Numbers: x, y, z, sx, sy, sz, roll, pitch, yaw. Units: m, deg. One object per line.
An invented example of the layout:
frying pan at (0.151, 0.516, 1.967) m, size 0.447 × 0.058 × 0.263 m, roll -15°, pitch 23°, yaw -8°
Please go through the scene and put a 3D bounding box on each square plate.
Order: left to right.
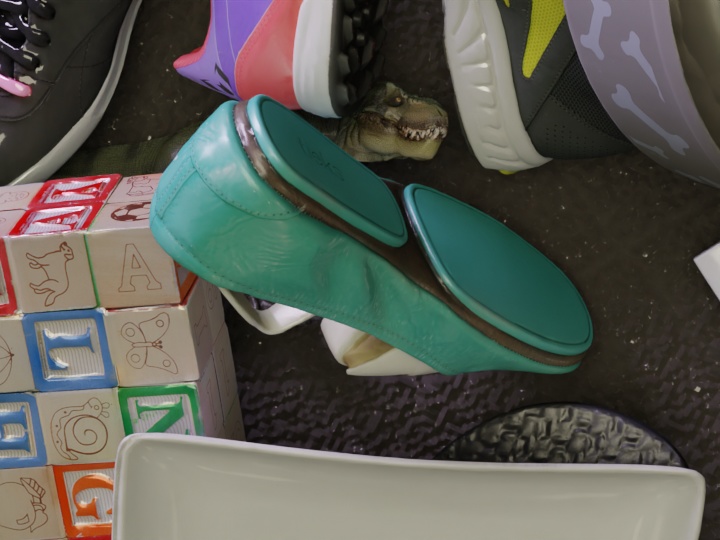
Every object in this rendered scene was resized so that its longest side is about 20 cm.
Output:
square plate at (0.009, 0.147, 0.863) m, size 0.200 × 0.028 × 0.198 m, roll 4°, pitch 112°, yaw -4°

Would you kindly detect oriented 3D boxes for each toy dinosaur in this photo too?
toy dinosaur at (-0.060, -0.020, 0.914) m, size 0.200 × 0.047 × 0.088 m, roll -5°, pitch 88°, yaw 12°

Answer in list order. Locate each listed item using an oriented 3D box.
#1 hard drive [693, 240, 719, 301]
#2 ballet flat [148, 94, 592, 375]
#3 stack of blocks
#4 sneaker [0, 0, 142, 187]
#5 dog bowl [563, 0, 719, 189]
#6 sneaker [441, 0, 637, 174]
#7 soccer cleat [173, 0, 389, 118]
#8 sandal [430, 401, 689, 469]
hard drive at (0.230, 0.044, 0.883) m, size 0.132 × 0.027 × 0.200 m, roll -33°, pitch 87°, yaw 8°
ballet flat at (0.000, 0.000, 0.853) m, size 0.070 × 0.200 × 0.067 m, roll -36°, pitch 51°, yaw 24°
stack of blocks at (-0.102, 0.071, 0.882) m, size 0.115 × 0.059 × 0.200 m, roll -4°, pitch 110°, yaw 9°
sneaker at (-0.117, -0.113, 0.876) m, size 0.071 × 0.099 × 0.200 m, roll 33°, pitch 90°, yaw 22°
dog bowl at (0.143, -0.115, 0.817) m, size 0.059 × 0.200 × 0.200 m, roll 6°, pitch 94°, yaw 47°
sneaker at (0.066, -0.120, 0.837) m, size 0.085 × 0.075 × 0.200 m, roll -1°, pitch 134°, yaw 19°
soccer cleat at (-0.028, -0.153, 0.848) m, size 0.073 × 0.068 × 0.200 m, roll 8°, pitch 109°, yaw 17°
sandal at (0.034, 0.108, 0.909) m, size 0.200 × 0.045 × 0.075 m, roll -33°, pitch 82°, yaw 22°
